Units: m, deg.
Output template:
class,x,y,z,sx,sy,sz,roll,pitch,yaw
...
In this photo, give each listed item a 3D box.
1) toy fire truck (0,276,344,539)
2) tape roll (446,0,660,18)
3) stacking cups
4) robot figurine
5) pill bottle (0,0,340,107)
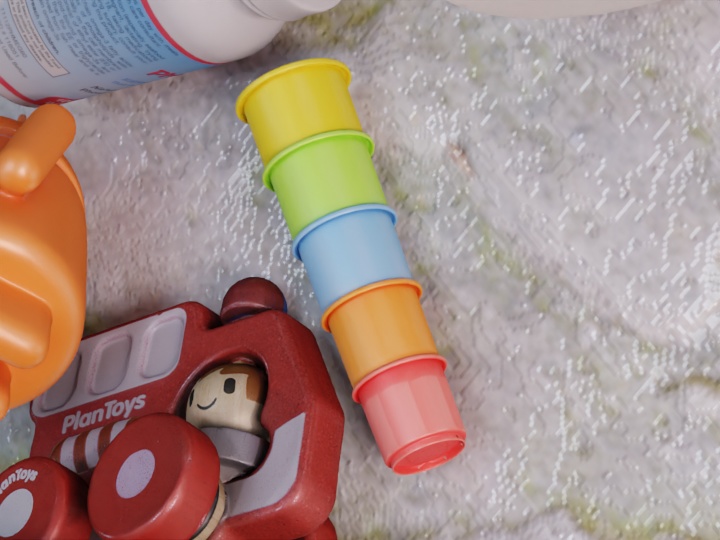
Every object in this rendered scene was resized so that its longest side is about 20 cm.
class,x,y,z,sx,sy,sz,roll,pitch,yaw
toy fire truck,-0.092,0.085,1.236,0.200,0.112,0.168,-21,49,35
tape roll,0.103,-0.212,1.067,0.202,0.202,0.140,-26,66,32
stacking cups,0.000,0.000,1.208,0.060,0.060,0.201,-32,68,30
robot figurine,-0.194,-0.007,1.294,0.200,0.116,0.144,-100,4,-59
pill bottle,-0.104,-0.150,1.278,0.200,0.109,0.109,-9,76,37
